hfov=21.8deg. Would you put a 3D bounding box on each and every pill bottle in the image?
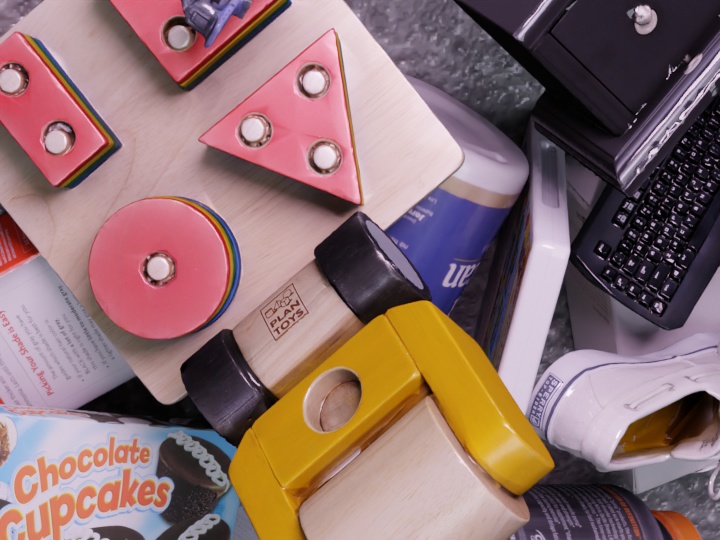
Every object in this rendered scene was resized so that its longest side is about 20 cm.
[{"bbox_3d":[0.113,0.182,1.132,0.198,0.106,0.107,3,118,-29],"label":"pill bottle"},{"bbox_3d":[0.000,0.000,1.031,0.110,0.111,0.201,19,111,-29],"label":"pill bottle"}]

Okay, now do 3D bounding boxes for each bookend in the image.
[{"bbox_3d":[0.108,-0.178,0.840,0.199,0.092,0.200,-49,123,3],"label":"bookend"}]

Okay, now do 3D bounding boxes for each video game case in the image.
[{"bbox_3d":[0.083,0.036,1.044,0.023,0.182,0.202,12,116,-1],"label":"video game case"}]

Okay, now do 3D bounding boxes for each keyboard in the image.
[{"bbox_3d":[0.181,-0.074,1.034,0.104,0.040,0.201,30,72,5],"label":"keyboard"}]

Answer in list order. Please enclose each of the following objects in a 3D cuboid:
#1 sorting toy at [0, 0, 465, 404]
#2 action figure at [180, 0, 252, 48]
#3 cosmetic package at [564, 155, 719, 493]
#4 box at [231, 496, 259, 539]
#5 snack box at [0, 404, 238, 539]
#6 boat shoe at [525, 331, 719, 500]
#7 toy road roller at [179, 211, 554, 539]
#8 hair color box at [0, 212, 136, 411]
[{"bbox_3d":[-0.084,-0.069,0.920,0.200,0.070,0.199,-39,89,3],"label":"sorting toy"},{"bbox_3d":[-0.041,-0.204,0.851,0.193,0.201,0.104,35,137,-19],"label":"action figure"},{"bbox_3d":[0.186,0.021,1.129,0.107,0.085,0.201,-18,124,-11],"label":"cosmetic package"},{"bbox_3d":[-0.033,0.204,1.083,0.060,0.116,0.202,-5,117,-50],"label":"box"},{"bbox_3d":[-0.152,0.135,1.003,0.199,0.037,0.117,9,92,-44],"label":"snack box"},{"bbox_3d":[0.184,0.083,1.027,0.201,0.086,0.075,4,116,-48],"label":"boat shoe"},{"bbox_3d":[0.020,0.084,0.884,0.123,0.201,0.146,-40,135,9],"label":"toy road roller"},{"bbox_3d":[-0.198,0.036,1.009,0.199,0.061,0.102,-29,125,-4],"label":"hair color box"}]
